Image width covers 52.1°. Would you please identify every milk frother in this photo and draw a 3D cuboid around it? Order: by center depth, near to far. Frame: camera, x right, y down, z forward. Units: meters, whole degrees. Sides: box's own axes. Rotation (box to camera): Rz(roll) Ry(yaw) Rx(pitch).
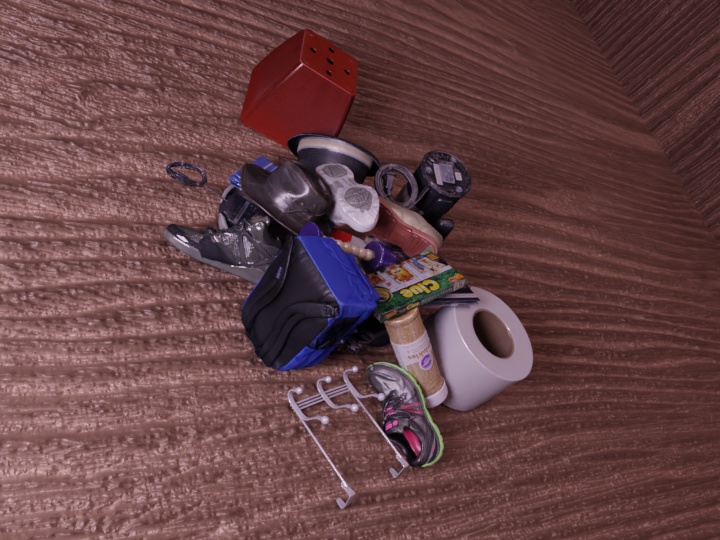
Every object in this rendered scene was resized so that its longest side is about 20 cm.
[{"bbox_3d":[0.097,-0.145,1.537,0.200,0.188,0.181,22,53,-13],"label":"milk frother"}]

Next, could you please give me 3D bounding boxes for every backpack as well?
[{"bbox_3d":[-0.079,0.068,1.182,0.168,0.200,0.163,8,43,-49],"label":"backpack"}]

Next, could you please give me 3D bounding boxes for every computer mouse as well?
[{"bbox_3d":[-0.246,-0.121,1.266,0.200,0.034,0.059,35,57,-8],"label":"computer mouse"},{"bbox_3d":[0.009,0.102,1.348,0.200,0.053,0.138,-7,42,-45],"label":"computer mouse"}]

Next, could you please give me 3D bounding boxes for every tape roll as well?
[{"bbox_3d":[0.214,0.153,1.429,0.203,0.139,0.203,25,43,-26],"label":"tape roll"}]

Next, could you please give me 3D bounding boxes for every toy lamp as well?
[{"bbox_3d":[-0.016,-0.036,1.276,0.200,0.058,0.058,15,48,-45],"label":"toy lamp"}]

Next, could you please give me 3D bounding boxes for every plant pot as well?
[{"bbox_3d":[-0.112,-0.381,1.551,0.200,0.176,0.200,27,43,-24],"label":"plant pot"}]

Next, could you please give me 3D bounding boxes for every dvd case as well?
[{"bbox_3d":[0.115,0.000,1.387,0.149,0.016,0.200,0,37,-37],"label":"dvd case"}]

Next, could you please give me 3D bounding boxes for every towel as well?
[{"bbox_3d":[-0.138,-0.132,1.370,0.200,0.024,0.145,38,29,-2],"label":"towel"}]

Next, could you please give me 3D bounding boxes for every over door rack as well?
[{"bbox_3d":[-0.011,0.257,1.190,0.148,0.067,0.200,-12,67,-47],"label":"over door rack"}]

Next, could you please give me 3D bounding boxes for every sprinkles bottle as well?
[{"bbox_3d":[0.097,0.150,1.306,0.200,0.068,0.068,69,30,-28],"label":"sprinkles bottle"}]

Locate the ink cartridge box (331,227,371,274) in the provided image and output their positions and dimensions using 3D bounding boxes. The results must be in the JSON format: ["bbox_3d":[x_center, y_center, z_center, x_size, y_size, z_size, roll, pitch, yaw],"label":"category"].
[{"bbox_3d":[0.000,0.000,1.382,0.200,0.067,0.116,24,30,-5],"label":"ink cartridge box"}]

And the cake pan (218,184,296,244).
[{"bbox_3d":[-0.173,-0.075,1.344,0.200,0.037,0.200,25,44,-26],"label":"cake pan"}]

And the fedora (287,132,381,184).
[{"bbox_3d":[-0.062,-0.198,1.473,0.200,0.201,0.092,24,75,-27],"label":"fedora"}]

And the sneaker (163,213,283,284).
[{"bbox_3d":[-0.215,-0.057,1.211,0.199,0.114,0.076,21,10,-12],"label":"sneaker"}]

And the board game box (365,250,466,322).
[{"bbox_3d":[0.080,0.024,1.285,0.200,0.023,0.105,-21,46,-35],"label":"board game box"}]

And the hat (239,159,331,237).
[{"bbox_3d":[-0.110,-0.138,1.286,0.201,0.081,0.201,35,25,-19],"label":"hat"}]

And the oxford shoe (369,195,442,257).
[{"bbox_3d":[0.068,-0.093,1.411,0.200,0.071,0.074,38,38,2],"label":"oxford shoe"}]

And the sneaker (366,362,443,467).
[{"bbox_3d":[0.071,0.246,1.269,0.084,0.077,0.200,-14,67,-52],"label":"sneaker"}]

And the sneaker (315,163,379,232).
[{"bbox_3d":[-0.021,-0.115,1.351,0.078,0.099,0.200,-11,38,-18],"label":"sneaker"}]
